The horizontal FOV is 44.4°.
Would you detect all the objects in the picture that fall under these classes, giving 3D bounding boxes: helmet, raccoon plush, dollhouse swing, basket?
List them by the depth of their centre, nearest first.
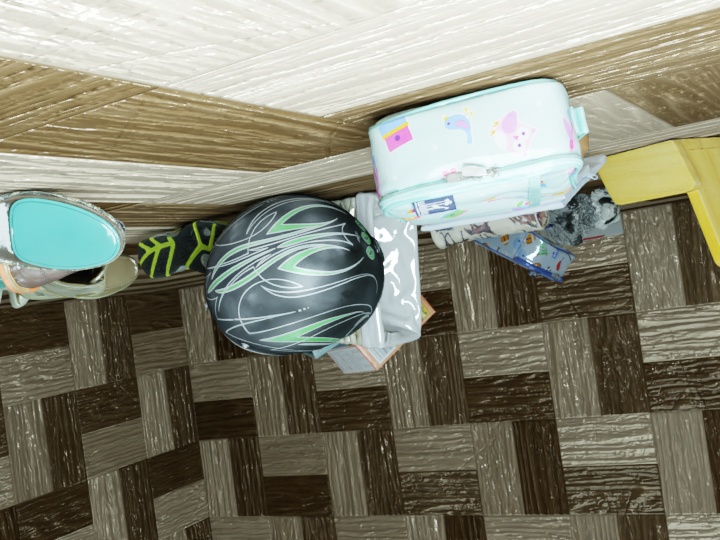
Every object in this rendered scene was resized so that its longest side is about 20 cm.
[{"bbox_3d":[-0.083,0.005,1.045,0.197,0.204,0.189,-9,169,37],"label":"helmet"},{"bbox_3d":[0.445,-0.079,1.164,0.197,0.179,0.181,-9,179,-35],"label":"dollhouse swing"},{"bbox_3d":[0.000,0.000,1.201,0.121,0.204,0.135,-4,-179,29],"label":"basket"},{"bbox_3d":[0.405,-0.127,1.701,0.132,0.098,0.199,-22,-144,-29],"label":"raccoon plush"}]

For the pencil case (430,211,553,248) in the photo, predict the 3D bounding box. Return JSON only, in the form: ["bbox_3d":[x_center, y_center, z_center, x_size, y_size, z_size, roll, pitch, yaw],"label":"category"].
[{"bbox_3d":[0.201,-0.086,1.382,0.197,0.079,0.089,-10,164,32],"label":"pencil case"}]

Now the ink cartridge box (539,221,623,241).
[{"bbox_3d":[0.607,-0.122,2.450,0.142,0.085,0.199,-9,178,-21],"label":"ink cartridge box"}]

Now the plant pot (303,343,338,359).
[{"bbox_3d":[-0.039,0.005,1.418,0.198,0.198,0.196,-26,-178,-10],"label":"plant pot"}]

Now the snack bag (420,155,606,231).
[{"bbox_3d":[0.191,-0.099,1.064,0.186,0.022,0.199,-9,-164,36],"label":"snack bag"}]

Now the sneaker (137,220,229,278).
[{"bbox_3d":[-0.216,-0.037,1.213,0.197,0.077,0.076,-2,-163,32],"label":"sneaker"}]

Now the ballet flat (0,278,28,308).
[{"bbox_3d":[-0.572,0.029,1.407,0.198,0.072,0.067,-8,179,-41],"label":"ballet flat"}]

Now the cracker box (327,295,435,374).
[{"bbox_3d":[0.028,0.100,1.425,0.134,0.058,0.200,-43,-175,-16],"label":"cracker box"}]

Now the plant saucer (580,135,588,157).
[{"bbox_3d":[0.146,-0.108,0.944,0.196,0.038,0.200,-8,179,0],"label":"plant saucer"}]

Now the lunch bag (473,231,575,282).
[{"bbox_3d":[0.312,-0.047,1.707,0.159,0.076,0.199,20,-168,-49],"label":"lunch bag"}]

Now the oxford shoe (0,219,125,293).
[{"bbox_3d":[-0.289,-0.028,0.858,0.072,0.073,0.200,-14,-169,7],"label":"oxford shoe"}]

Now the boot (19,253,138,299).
[{"bbox_3d":[-0.412,0.001,1.357,0.198,0.074,0.154,-7,176,-39],"label":"boot"}]

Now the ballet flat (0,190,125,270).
[{"bbox_3d":[-0.302,-0.037,0.748,0.196,0.069,0.075,-2,-162,-19],"label":"ballet flat"}]

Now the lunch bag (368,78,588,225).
[{"bbox_3d":[0.096,-0.085,0.686,0.157,0.079,0.200,-9,179,12],"label":"lunch bag"}]
